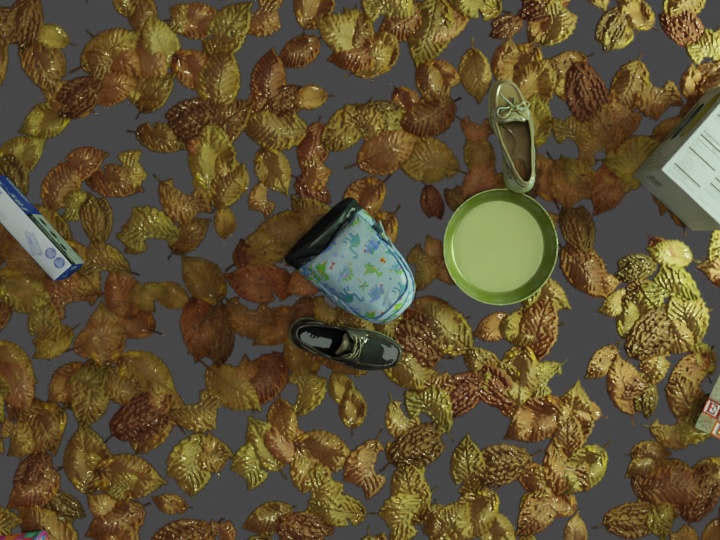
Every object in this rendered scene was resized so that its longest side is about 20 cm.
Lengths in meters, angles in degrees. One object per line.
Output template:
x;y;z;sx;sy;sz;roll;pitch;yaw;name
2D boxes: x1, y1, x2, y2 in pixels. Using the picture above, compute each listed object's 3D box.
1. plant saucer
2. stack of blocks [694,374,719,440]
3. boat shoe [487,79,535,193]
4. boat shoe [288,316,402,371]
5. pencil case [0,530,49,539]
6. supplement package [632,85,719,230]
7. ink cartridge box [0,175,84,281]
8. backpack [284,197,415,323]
0.241;-0.041;1.704;0.199;0.031;0.201;0;93;-2;plant saucer
0.691;0.264;1.676;0.200;0.059;0.115;27;90;27;stack of blocks
0.265;-0.234;1.671;0.073;0.063;0.201;-12;82;-3;boat shoe
-0.026;0.131;1.677;0.199;0.073;0.075;11;92;-3;boat shoe
-0.626;0.493;1.660;0.199;0.088;0.089;-9;93;-3;pencil case
0.598;-0.190;1.653;0.151;0.152;0.200;42;90;-3;supplement package
-0.551;-0.072;1.634;0.044;0.094;0.200;-42;94;0;ink cartridge box
0.000;0.000;1.650;0.163;0.154;0.200;-42;106;-7;backpack
